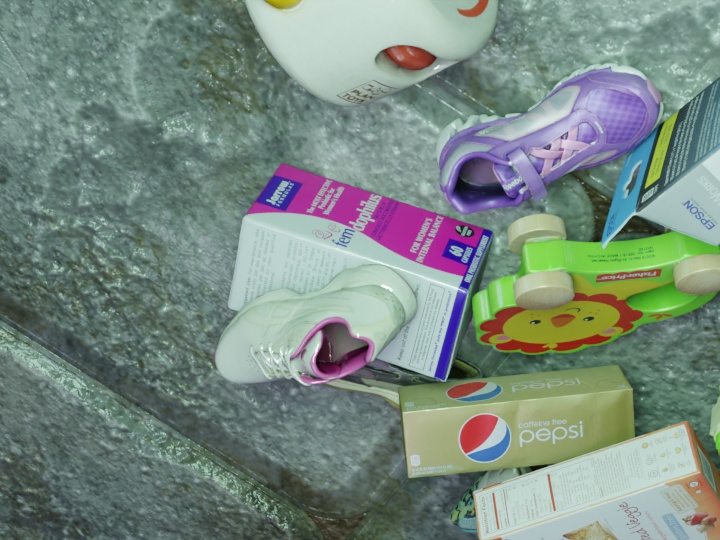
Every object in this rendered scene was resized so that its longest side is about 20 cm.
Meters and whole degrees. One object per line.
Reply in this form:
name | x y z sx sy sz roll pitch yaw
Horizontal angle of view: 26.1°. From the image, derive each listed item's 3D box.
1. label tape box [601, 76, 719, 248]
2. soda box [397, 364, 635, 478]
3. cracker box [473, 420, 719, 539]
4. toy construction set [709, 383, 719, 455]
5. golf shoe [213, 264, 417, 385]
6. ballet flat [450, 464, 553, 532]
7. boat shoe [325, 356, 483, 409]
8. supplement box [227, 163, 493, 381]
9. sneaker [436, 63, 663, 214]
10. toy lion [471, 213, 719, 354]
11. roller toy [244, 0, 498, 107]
label tape box | 0.277 -0.091 1.148 0.066 0.143 0.200 41 126 -9
soda box | 0.135 0.130 1.348 0.200 0.068 0.064 -6 105 0
cracker box | 0.215 0.215 1.345 0.200 0.058 0.134 -21 136 18
toy construction set | 0.380 0.144 1.310 0.200 0.092 0.131 36 127 8
golf shoe | -0.050 0.058 1.272 0.200 0.092 0.075 -23 114 33
ballet flat | 0.169 0.188 1.421 0.200 0.074 0.074 -15 117 17
boat shoe | 0.016 0.076 1.403 0.201 0.072 0.066 22 122 -3
supplement box | 0.000 0.000 1.334 0.200 0.101 0.103 17 126 8
sneaker | 0.144 -0.095 1.229 0.200 0.088 0.081 -20 113 28
toy lion | 0.192 0.019 1.269 0.200 0.069 0.192 -6 155 1
roller toy | 0.001 -0.217 1.134 0.140 0.200 0.182 -21 119 31
